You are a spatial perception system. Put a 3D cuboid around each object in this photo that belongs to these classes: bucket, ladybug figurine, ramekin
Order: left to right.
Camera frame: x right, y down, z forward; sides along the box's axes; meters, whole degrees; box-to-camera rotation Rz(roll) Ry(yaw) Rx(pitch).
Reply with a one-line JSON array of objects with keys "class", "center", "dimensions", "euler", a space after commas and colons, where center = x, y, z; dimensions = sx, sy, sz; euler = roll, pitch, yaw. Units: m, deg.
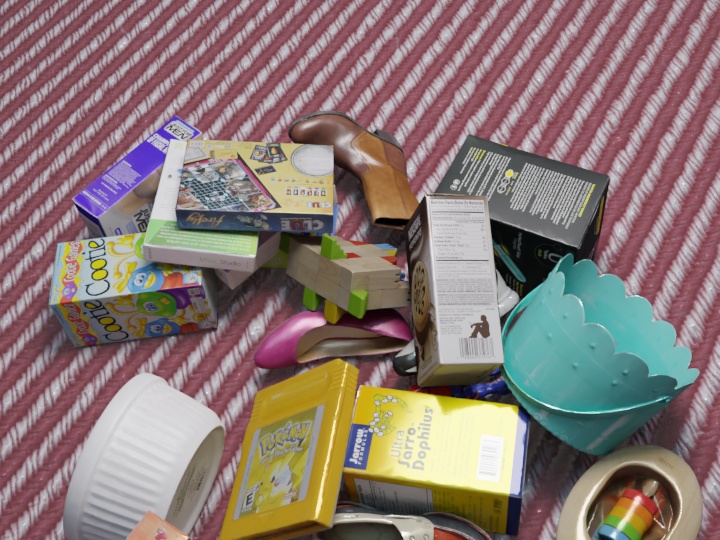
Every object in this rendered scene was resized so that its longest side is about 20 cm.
[{"class": "ramekin", "center": [-0.231, 0.226, 1.027], "dimensions": [0.104, 0.201, 0.202], "euler": [20, 57, 9]}, {"class": "bucket", "center": [0.261, 0.097, 1.048], "dimensions": [0.206, 0.135, 0.208], "euler": [30, 24, -15]}, {"class": "ladybug figurine", "center": [0.287, 0.281, 1.001], "dimensions": [0.135, 0.072, 0.200], "euler": [36, 64, 27]}]

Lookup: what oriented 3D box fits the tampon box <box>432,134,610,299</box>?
[{"class": "tampon box", "center": [0.207, -0.061, 1.212], "dimensions": [0.198, 0.151, 0.127], "euler": [21, 59, 20]}]

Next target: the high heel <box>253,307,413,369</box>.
[{"class": "high heel", "center": [-0.033, 0.097, 1.177], "dimensions": [0.198, 0.068, 0.096], "euler": [-18, 42, -23]}]

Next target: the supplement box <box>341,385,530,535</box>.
[{"class": "supplement box", "center": [0.088, 0.215, 1.049], "dimensions": [0.197, 0.109, 0.111], "euler": [6, 55, 11]}]

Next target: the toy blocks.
[{"class": "toy blocks", "center": [0.000, 0.000, 1.201], "dimensions": [0.135, 0.101, 0.199], "euler": [-4, 20, -36]}]

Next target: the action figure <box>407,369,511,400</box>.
[{"class": "action figure", "center": [0.124, 0.144, 1.138], "dimensions": [0.198, 0.052, 0.066], "euler": [-21, 59, -7]}]

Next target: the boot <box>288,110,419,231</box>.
[{"class": "boot", "center": [-0.002, -0.128, 1.297], "dimensions": [0.186, 0.069, 0.202], "euler": [17, 38, -32]}]

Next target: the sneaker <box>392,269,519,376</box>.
[{"class": "sneaker", "center": [0.109, 0.060, 1.170], "dimensions": [0.199, 0.074, 0.081], "euler": [-36, 97, -26]}]

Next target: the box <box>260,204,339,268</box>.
[{"class": "box", "center": [-0.136, -0.064, 1.318], "dimensions": [0.197, 0.048, 0.123], "euler": [2, 56, 8]}]

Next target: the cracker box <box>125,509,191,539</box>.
[{"class": "cracker box", "center": [-0.210, 0.346, 0.930], "dimensions": [0.057, 0.201, 0.134], "euler": [25, 60, 23]}]

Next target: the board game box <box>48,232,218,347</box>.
[{"class": "board game box", "center": [-0.298, 0.022, 1.237], "dimensions": [0.197, 0.106, 0.104], "euler": [-7, 53, 2]}]

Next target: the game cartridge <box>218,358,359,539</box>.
[{"class": "game cartridge", "center": [-0.082, 0.209, 1.057], "dimensions": [0.175, 0.032, 0.202], "euler": [-27, 42, 40]}]

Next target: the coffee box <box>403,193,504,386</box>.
[{"class": "coffee box", "center": [0.107, 0.024, 1.084], "dimensions": [0.079, 0.113, 0.203], "euler": [0, 70, -10]}]

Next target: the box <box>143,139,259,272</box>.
[{"class": "box", "center": [-0.199, -0.089, 1.226], "dimensions": [0.142, 0.037, 0.202], "euler": [7, 47, -4]}]

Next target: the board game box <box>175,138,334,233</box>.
[{"class": "board game box", "center": [-0.133, -0.111, 1.199], "dimensions": [0.197, 0.035, 0.137], "euler": [2, 47, -3]}]

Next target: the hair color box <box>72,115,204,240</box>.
[{"class": "hair color box", "center": [-0.306, -0.116, 1.336], "dimensions": [0.064, 0.110, 0.200], "euler": [31, 63, 26]}]

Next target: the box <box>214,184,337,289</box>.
[{"class": "box", "center": [-0.115, -0.056, 1.255], "dimensions": [0.200, 0.042, 0.039], "euler": [-42, 60, -19]}]

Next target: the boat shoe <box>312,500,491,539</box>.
[{"class": "boat shoe", "center": [0.046, 0.297, 1.008], "dimensions": [0.197, 0.063, 0.072], "euler": [9, 91, 15]}]
